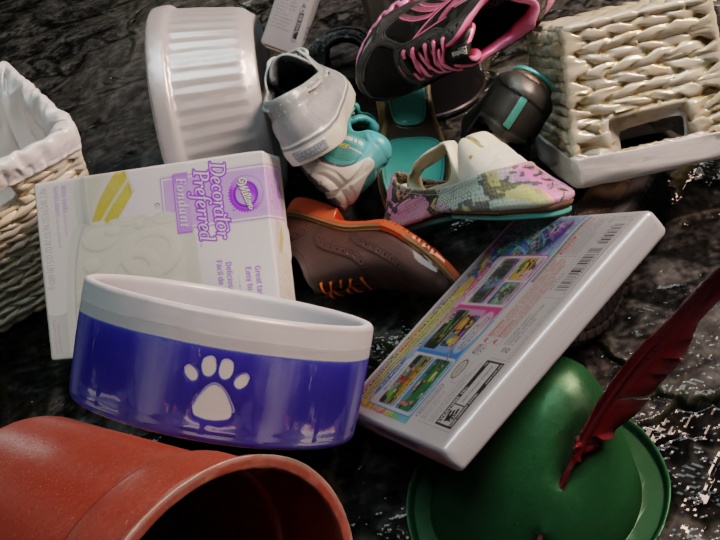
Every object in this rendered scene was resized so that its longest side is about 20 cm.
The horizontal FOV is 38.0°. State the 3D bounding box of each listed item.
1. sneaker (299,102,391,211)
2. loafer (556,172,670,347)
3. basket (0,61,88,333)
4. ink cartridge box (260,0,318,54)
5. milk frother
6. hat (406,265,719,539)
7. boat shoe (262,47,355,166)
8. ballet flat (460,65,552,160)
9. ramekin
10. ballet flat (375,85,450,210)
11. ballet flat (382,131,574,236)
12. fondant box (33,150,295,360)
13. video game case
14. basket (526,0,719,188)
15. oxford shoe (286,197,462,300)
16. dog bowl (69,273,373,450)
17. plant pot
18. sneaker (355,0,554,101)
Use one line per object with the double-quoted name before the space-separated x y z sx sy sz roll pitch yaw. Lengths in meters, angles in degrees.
"sneaker" -0.017 -0.113 0.953 0.079 0.078 0.200 -40 26 3
"loafer" 0.175 -0.013 0.813 0.070 0.074 0.200 7 37 40
"basket" -0.353 -0.059 0.958 0.197 0.162 0.200 -32 41 -20
"ink cartridge box" -0.042 -0.315 0.996 0.040 0.202 0.200 17 17 -6
"milk frother" 0.014 -0.269 1.070 0.197 0.190 0.182 -13 37 2
"hat" 0.108 0.075 0.630 0.199 0.178 0.165 -32 42 -21
"boat shoe" -0.048 -0.155 0.894 0.069 0.072 0.201 -24 23 9
"ballet flat" 0.110 -0.107 0.878 0.067 0.200 0.069 29 79 7
"ramekin" -0.126 -0.147 0.962 0.093 0.204 0.204 -9 38 3
"ballet flat" 0.047 -0.114 0.970 0.068 0.063 0.202 0 59 0
"ballet flat" 0.080 -0.067 0.808 0.068 0.072 0.199 -10 2 -34
"fondant box" -0.157 -0.011 0.851 0.197 0.147 0.058 -7 -2 9
"video game case" 0.088 0.038 0.702 0.200 0.024 0.182 -47 14 -13
"basket" 0.212 -0.153 0.861 0.134 0.125 0.200 -12 12 3
"oxford shoe" 0.000 0.000 0.859 0.199 0.071 0.073 18 65 43
"dog bowl" -0.093 0.058 0.709 0.197 0.080 0.200 10 2 0
"plant pot" -0.138 0.177 0.593 0.194 0.202 0.201 12 45 41
"sneaker" 0.075 -0.198 0.891 0.198 0.079 0.096 -27 29 25
